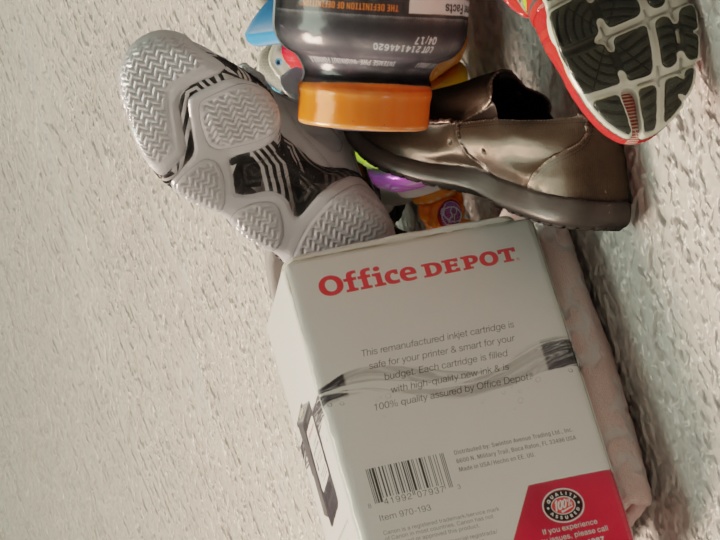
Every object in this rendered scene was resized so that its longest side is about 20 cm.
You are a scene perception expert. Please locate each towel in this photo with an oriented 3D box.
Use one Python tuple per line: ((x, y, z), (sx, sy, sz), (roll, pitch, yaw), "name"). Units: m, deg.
((0.108, 0.076, 1.618), (0.191, 0.032, 0.200), (111, 145, -61), "towel")

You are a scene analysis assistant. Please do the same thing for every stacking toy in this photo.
((0.029, -0.085, 1.670), (0.110, 0.116, 0.200), (-1, 115, 50), "stacking toy")

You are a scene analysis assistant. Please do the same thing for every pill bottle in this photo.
((0.008, -0.174, 1.493), (0.106, 0.106, 0.200), (-158, 71, -71), "pill bottle")

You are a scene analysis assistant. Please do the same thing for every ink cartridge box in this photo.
((0.045, 0.085, 1.519), (0.083, 0.145, 0.200), (108, 149, -63), "ink cartridge box")

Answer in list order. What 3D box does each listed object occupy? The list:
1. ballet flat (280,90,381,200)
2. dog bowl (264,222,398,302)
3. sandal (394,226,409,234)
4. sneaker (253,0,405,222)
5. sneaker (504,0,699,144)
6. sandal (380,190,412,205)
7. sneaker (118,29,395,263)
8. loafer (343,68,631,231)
((-0.015, -0.033, 1.722), (0.073, 0.073, 0.200), (113, 148, -62), "ballet flat")
((0.002, 0.044, 1.825), (0.200, 0.059, 0.200), (58, 163, 29), "dog bowl")
((-0.001, 0.000, 1.645), (0.200, 0.043, 0.076), (34, 115, 24), "sandal")
((-0.025, -0.115, 1.861), (0.075, 0.087, 0.200), (117, 139, -61), "sneaker")
((0.107, -0.143, 1.412), (0.085, 0.077, 0.200), (104, 147, -61), "sneaker")
((0.003, -0.141, 1.802), (0.082, 0.050, 0.203), (-11, 93, 29), "sandal")
((-0.065, -0.077, 1.558), (0.200, 0.075, 0.115), (41, -165, -32), "sneaker")
((0.074, -0.076, 1.535), (0.200, 0.073, 0.071), (20, 103, 41), "loafer")
